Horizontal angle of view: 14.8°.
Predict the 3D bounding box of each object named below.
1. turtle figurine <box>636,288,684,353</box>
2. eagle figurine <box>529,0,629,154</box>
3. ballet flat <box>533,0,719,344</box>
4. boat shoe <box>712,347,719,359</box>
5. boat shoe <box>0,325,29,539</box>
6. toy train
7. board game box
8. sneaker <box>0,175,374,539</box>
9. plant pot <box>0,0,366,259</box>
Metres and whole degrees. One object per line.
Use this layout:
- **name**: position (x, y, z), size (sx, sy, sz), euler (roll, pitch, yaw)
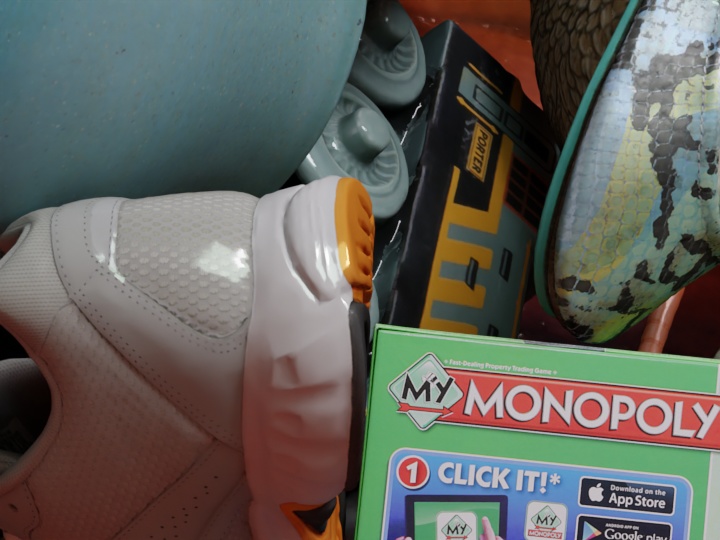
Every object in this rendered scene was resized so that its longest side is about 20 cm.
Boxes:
- **turtle figurine**: position (0.164, 0.046, 0.764), size (0.200, 0.064, 0.162), euler (-36, 115, -32)
- **eagle figurine**: position (0.059, -0.110, 0.788), size (0.151, 0.151, 0.200), euler (22, 50, 11)
- **ballet flat**: position (0.106, -0.065, 0.680), size (0.074, 0.074, 0.200), euler (26, 64, -2)
- **boat shoe**: position (0.138, 0.107, 0.693), size (0.072, 0.201, 0.065), euler (-16, 10, -4)
- **boat shoe**: position (-0.114, 0.076, 0.666), size (0.072, 0.072, 0.200), euler (22, 43, -6)
- **toy train**: position (0.000, 0.000, 0.778), size (0.114, 0.085, 0.200), euler (39, 37, -22)
- **board game box**: position (0.095, 0.090, 0.650), size (0.199, 0.029, 0.135), euler (6, 82, 3)
- **sneaker**: position (-0.048, 0.054, 0.637), size (0.092, 0.200, 0.076), euler (5, 42, -1)
- **plant pot**: position (-0.104, -0.081, 0.644), size (0.188, 0.200, 0.200), euler (7, 43, -51)
